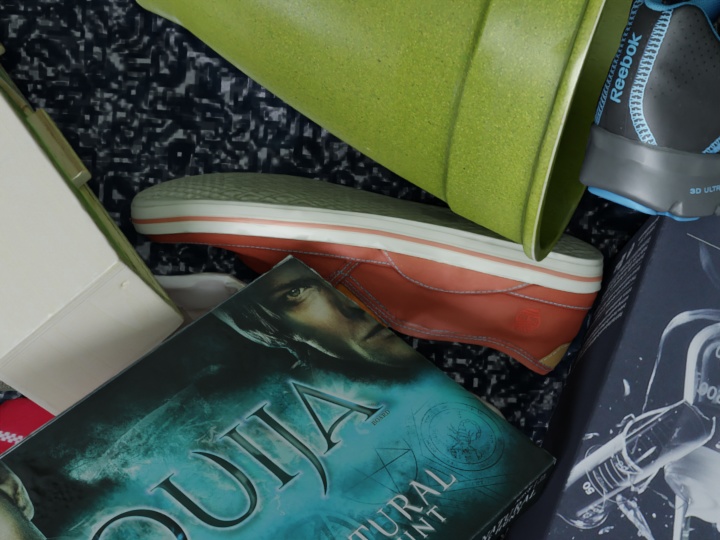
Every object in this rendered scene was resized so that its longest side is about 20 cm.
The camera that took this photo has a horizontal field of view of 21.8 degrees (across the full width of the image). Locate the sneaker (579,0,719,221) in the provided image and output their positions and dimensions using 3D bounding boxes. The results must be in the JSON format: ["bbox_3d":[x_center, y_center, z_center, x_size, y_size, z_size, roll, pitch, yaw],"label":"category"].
[{"bbox_3d":[0.169,-0.075,0.729,0.073,0.199,0.083,25,118,39],"label":"sneaker"}]

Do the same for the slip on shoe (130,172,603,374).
[{"bbox_3d":[0.000,0.000,0.776,0.198,0.074,0.062,12,103,-2],"label":"slip on shoe"}]

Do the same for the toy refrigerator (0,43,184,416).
[{"bbox_3d":[-0.154,-0.046,0.731,0.070,0.076,0.200,-39,66,-1],"label":"toy refrigerator"}]

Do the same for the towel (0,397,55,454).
[{"bbox_3d":[-0.139,0.110,0.671,0.143,0.200,0.023,5,122,34],"label":"towel"}]

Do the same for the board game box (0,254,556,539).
[{"bbox_3d":[-0.041,0.083,0.648,0.135,0.028,0.200,37,46,19],"label":"board game box"}]

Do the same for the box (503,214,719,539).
[{"bbox_3d":[0.167,0.102,0.733,0.198,0.104,0.183,24,70,-1],"label":"box"}]

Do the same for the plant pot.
[{"bbox_3d":[0.017,-0.132,0.727,0.191,0.200,0.202,21,89,11],"label":"plant pot"}]

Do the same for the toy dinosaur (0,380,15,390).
[{"bbox_3d":[-0.223,0.023,0.777,0.199,0.077,0.103,22,103,-21],"label":"toy dinosaur"}]

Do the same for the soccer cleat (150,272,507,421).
[{"bbox_3d":[-0.032,0.046,0.758,0.198,0.070,0.078,13,129,6],"label":"soccer cleat"}]
